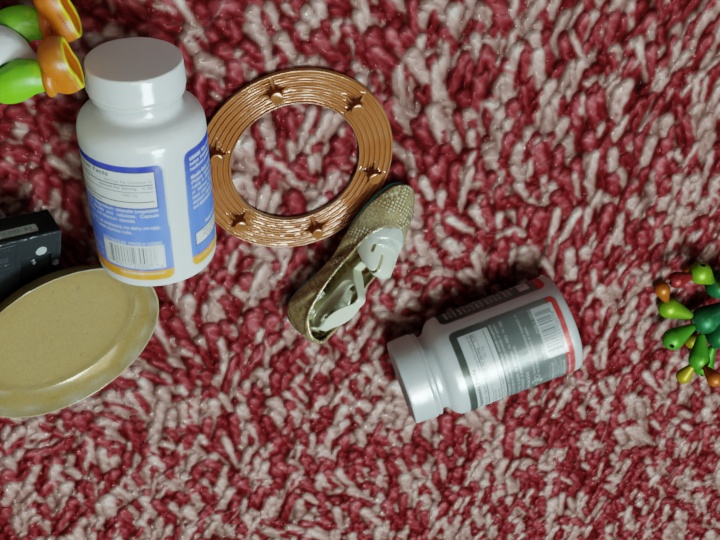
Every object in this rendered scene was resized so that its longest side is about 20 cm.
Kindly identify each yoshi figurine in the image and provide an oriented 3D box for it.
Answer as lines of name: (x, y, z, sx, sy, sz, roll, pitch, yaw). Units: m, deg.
yoshi figurine: (-0.326, -0.172, 0.830, 0.199, 0.113, 0.113, -13, 110, 4)

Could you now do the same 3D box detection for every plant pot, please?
plant pot: (-0.290, 0.064, 1.026, 0.199, 0.028, 0.201, -28, 149, -19)

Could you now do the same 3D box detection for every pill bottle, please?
pill bottle: (-0.188, -0.096, 0.934, 0.111, 0.112, 0.201, -9, 128, -13)
pill bottle: (0.138, 0.092, 1.199, 0.199, 0.114, 0.114, -20, 131, -4)

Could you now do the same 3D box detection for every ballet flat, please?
ballet flat: (0.000, 0.000, 1.106, 0.070, 0.065, 0.200, 16, 121, -42)

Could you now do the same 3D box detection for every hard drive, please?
hard drive: (-0.353, 0.039, 0.983, 0.139, 0.038, 0.201, -18, 143, -33)

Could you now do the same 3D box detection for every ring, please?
ring: (-0.062, -0.103, 1.036, 0.199, 0.019, 0.201, -10, 130, -12)

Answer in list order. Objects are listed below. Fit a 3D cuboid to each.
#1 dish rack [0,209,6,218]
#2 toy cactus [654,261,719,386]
dish rack: (-0.433, -0.034, 0.937, 0.171, 0.044, 0.200, -37, 129, 10)
toy cactus: (0.446, 0.051, 1.305, 0.164, 0.102, 0.201, -29, 123, -9)
